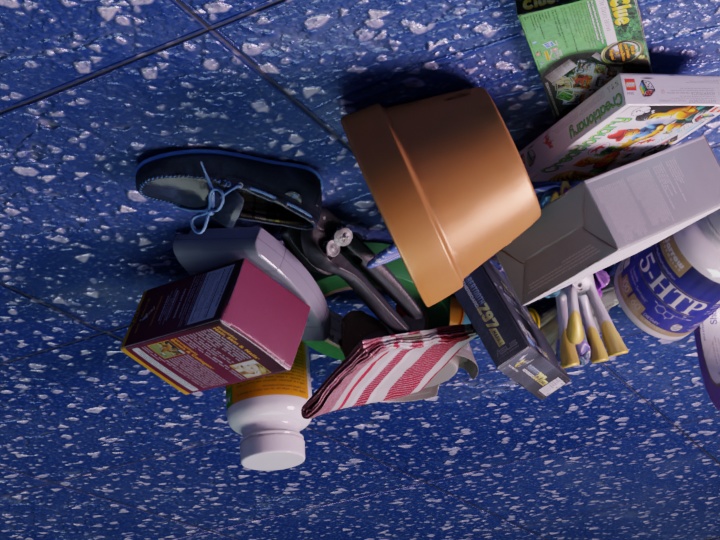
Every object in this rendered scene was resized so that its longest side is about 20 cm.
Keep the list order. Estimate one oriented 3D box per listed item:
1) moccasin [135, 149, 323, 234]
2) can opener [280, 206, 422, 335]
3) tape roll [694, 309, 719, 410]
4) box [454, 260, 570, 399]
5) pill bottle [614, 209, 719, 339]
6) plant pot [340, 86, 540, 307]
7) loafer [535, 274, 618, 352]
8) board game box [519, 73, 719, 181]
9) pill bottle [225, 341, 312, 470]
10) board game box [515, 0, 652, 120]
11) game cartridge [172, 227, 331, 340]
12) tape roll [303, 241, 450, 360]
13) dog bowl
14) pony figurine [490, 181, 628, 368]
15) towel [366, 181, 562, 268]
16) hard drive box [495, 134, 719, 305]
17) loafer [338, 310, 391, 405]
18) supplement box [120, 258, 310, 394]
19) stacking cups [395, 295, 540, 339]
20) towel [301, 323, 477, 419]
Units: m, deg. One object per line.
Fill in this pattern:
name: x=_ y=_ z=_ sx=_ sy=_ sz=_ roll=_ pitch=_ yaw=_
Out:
moccasin: x=-0.131 y=-0.079 z=1.409 sx=0.198 sy=0.069 sz=0.081 roll=2 pitch=155 yaw=-15
can opener: x=0.000 y=0.000 z=1.561 sx=0.200 sy=0.064 sz=0.078 roll=39 pitch=168 yaw=-24
tape roll: x=0.469 y=0.072 z=1.712 sx=0.065 sy=0.202 sz=0.200 roll=-5 pitch=156 yaw=1
box: x=0.175 y=0.062 z=1.658 sx=0.051 sy=0.158 sz=0.200 roll=-34 pitch=154 yaw=9
pill bottle: x=0.392 y=-0.018 z=1.584 sx=0.119 sy=0.121 sz=0.200 roll=6 pitch=145 yaw=-24
plant pot: x=0.084 y=-0.084 z=1.317 sx=0.139 sy=0.201 sz=0.200 roll=-25 pitch=154 yaw=4
loafer: x=0.294 y=0.064 z=1.801 sx=0.070 sy=0.070 sz=0.200 roll=-30 pitch=175 yaw=-33
board game box: x=0.256 y=-0.139 z=1.358 sx=0.125 sy=0.035 sz=0.200 roll=-3 pitch=164 yaw=-24
pill bottle: x=-0.118 y=0.147 z=1.754 sx=0.110 sy=0.202 sz=0.111 roll=-4 pitch=156 yaw=-2
board game box: x=0.212 y=-0.203 z=1.264 sx=0.104 sy=0.024 sz=0.200 roll=-9 pitch=156 yaw=14
game cartridge: x=-0.116 y=0.021 z=1.593 sx=0.132 sy=0.042 sz=0.200 roll=3 pitch=147 yaw=30
tape roll: x=0.012 y=0.043 z=1.683 sx=0.198 sy=0.049 sz=0.201 roll=3 pitch=143 yaw=2
dog bowl: x=0.064 y=0.125 z=1.919 sx=0.198 sy=0.059 sz=0.200 roll=-5 pitch=156 yaw=-2
pony figurine: x=0.243 y=0.008 z=1.579 sx=0.165 sy=0.202 sz=0.193 roll=-11 pitch=172 yaw=-3
towel: x=0.115 y=-0.055 z=1.506 sx=0.144 sy=0.024 sz=0.199 roll=-17 pitch=170 yaw=-46
hard drive box: x=0.258 y=-0.051 z=1.401 sx=0.199 sy=0.077 sz=0.156 roll=-21 pitch=171 yaw=-39
loafer: x=0.013 y=0.101 z=1.680 sx=0.073 sy=0.071 sz=0.200 roll=-27 pitch=156 yaw=-12
supplement box: x=-0.168 y=0.067 z=1.575 sx=0.199 sy=0.086 sz=0.110 roll=-16 pitch=135 yaw=45
stacking cups: x=0.137 y=0.064 z=1.802 sx=0.198 sy=0.061 sz=0.060 roll=10 pitch=152 yaw=-25
towel: x=0.038 y=0.120 z=1.626 sx=0.199 sy=0.023 sz=0.144 roll=-7 pitch=148 yaw=-44
